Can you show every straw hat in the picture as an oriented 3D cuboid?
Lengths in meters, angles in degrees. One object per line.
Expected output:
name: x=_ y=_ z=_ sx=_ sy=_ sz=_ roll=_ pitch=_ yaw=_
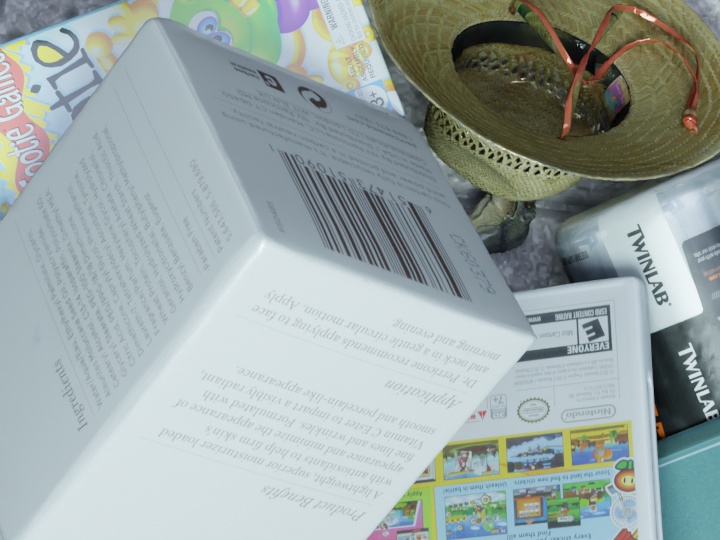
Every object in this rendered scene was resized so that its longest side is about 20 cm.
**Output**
straw hat: x=0.083 y=-0.081 z=1.425 sx=0.201 sy=0.201 sz=0.085 roll=22 pitch=131 yaw=-5

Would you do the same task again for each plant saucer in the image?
plant saucer: x=0.142 y=0.122 z=1.397 sx=0.019 sy=0.200 sz=0.070 roll=-30 pitch=92 yaw=-48

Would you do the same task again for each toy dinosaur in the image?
toy dinosaur: x=0.000 y=0.000 z=1.445 sx=0.200 sy=0.047 sz=0.088 roll=-40 pitch=100 yaw=-3

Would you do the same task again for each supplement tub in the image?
supplement tub: x=0.187 y=0.046 z=1.425 sx=0.122 sy=0.123 sz=0.200 roll=-24 pitch=90 yaw=-7

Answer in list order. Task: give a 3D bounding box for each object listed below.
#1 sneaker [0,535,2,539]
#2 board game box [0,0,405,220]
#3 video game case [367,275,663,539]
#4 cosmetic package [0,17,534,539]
sneaker: x=-0.166 y=0.173 z=1.386 sx=0.118 sy=0.200 sz=0.074 roll=10 pitch=54 yaw=-40
board game box: x=-0.093 y=-0.083 z=1.405 sx=0.200 sy=0.105 sz=0.103 roll=-21 pitch=91 yaw=-6
video game case: x=0.044 y=0.103 z=1.368 sx=0.200 sy=0.023 sz=0.182 roll=-8 pitch=71 yaw=19
cosmetic package: x=-0.063 y=0.028 z=1.301 sx=0.165 sy=0.165 sz=0.200 roll=21 pitch=119 yaw=-38
